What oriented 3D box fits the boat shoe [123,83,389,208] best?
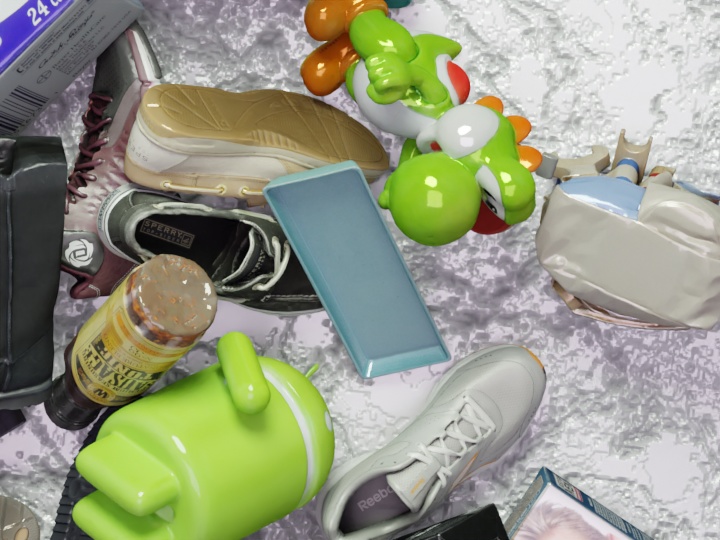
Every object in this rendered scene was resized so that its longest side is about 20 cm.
[{"bbox_3d":[-0.074,-0.079,1.507,0.199,0.074,0.069,8,131,-35],"label":"boat shoe"}]

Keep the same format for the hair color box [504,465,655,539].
[{"bbox_3d":[0.186,0.239,1.573,0.200,0.061,0.100,34,97,-3],"label":"hair color box"}]

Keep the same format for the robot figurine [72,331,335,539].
[{"bbox_3d":[-0.101,0.129,1.509,0.115,0.200,0.176,29,125,34],"label":"robot figurine"}]

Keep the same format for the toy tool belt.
[{"bbox_3d":[0.170,-0.034,1.524,0.199,0.123,0.125,21,113,11],"label":"toy tool belt"}]

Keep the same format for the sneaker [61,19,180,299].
[{"bbox_3d":[-0.188,-0.073,1.516,0.115,0.076,0.201,-12,98,-17],"label":"sneaker"}]

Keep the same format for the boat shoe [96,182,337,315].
[{"bbox_3d":[-0.082,-0.007,1.506,0.199,0.064,0.071,14,96,-31],"label":"boat shoe"}]

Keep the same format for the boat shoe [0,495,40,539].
[{"bbox_3d":[-0.319,0.195,1.565,0.199,0.075,0.074,11,133,18],"label":"boat shoe"}]

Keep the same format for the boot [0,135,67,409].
[{"bbox_3d":[-0.274,0.008,1.455,0.164,0.066,0.201,-13,134,-27],"label":"boot"}]

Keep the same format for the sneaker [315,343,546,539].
[{"bbox_3d":[0.053,0.133,1.545,0.200,0.092,0.076,-42,95,6],"label":"sneaker"}]

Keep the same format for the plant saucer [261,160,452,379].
[{"bbox_3d":[0.000,0.000,1.508,0.070,0.019,0.200,-13,135,15],"label":"plant saucer"}]

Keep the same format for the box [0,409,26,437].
[{"bbox_3d":[-0.343,0.058,1.539,0.143,0.036,0.201,-33,98,-26],"label":"box"}]

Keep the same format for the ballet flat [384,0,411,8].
[{"bbox_3d":[-0.056,-0.222,1.521,0.199,0.072,0.072,4,98,0],"label":"ballet flat"}]

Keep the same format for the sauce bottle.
[{"bbox_3d":[-0.162,0.057,1.500,0.066,0.200,0.066,13,59,-22],"label":"sauce bottle"}]

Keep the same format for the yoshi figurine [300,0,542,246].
[{"bbox_3d":[0.027,-0.092,1.453,0.200,0.112,0.112,46,113,25],"label":"yoshi figurine"}]

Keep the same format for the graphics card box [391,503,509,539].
[{"bbox_3d":[-0.003,0.222,1.514,0.199,0.125,0.051,-24,85,20],"label":"graphics card box"}]

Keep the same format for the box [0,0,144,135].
[{"bbox_3d":[-0.283,-0.192,1.477,0.184,0.105,0.200,-44,77,6],"label":"box"}]

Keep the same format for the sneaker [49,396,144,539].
[{"bbox_3d":[-0.173,0.191,1.580,0.082,0.070,0.201,24,83,-45],"label":"sneaker"}]
